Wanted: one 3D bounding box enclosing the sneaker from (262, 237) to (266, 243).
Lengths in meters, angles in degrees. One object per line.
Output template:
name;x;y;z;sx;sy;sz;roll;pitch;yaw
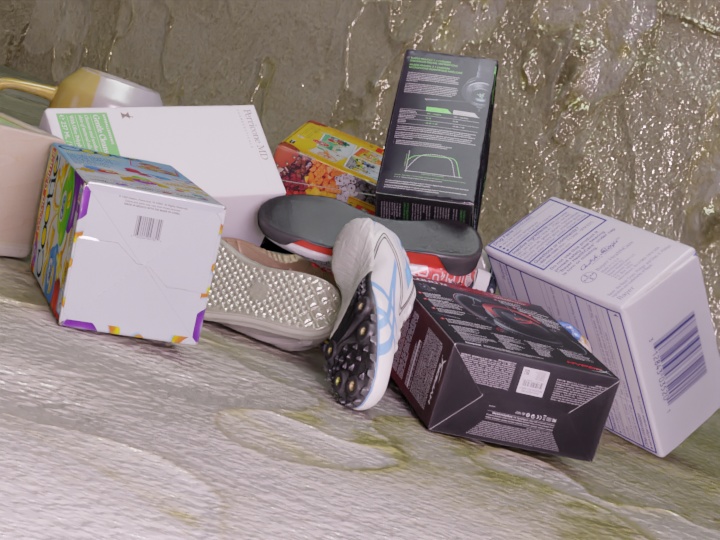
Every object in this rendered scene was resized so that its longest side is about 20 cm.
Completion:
sneaker;-0.135;-0.048;1.508;0.087;0.075;0.199;-20;9;-20

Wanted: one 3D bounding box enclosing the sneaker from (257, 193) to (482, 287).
sneaker;0.001;0.001;1.352;0.198;0.109;0.068;8;44;-10

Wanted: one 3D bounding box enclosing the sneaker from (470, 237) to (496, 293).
sneaker;0.089;0.020;1.585;0.079;0.131;0.199;20;6;-11

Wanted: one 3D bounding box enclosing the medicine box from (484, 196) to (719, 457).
medicine box;0.237;0.050;1.488;0.199;0.102;0.184;27;-35;50

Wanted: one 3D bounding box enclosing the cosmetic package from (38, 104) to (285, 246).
cosmetic package;-0.179;-0.079;1.349;0.198;0.085;0.109;-6;57;-28

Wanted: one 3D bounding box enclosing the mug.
mug;-0.280;-0.124;1.556;0.185;0.155;0.149;14;9;-43

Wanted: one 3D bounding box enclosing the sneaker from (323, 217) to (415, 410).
sneaker;0.014;0.034;1.199;0.072;0.072;0.201;29;34;-20

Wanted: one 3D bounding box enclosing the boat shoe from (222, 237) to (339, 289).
boat shoe;-0.093;0.012;1.377;0.198;0.073;0.065;1;-12;-30

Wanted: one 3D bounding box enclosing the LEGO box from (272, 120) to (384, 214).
LEGO box;-0.017;-0.090;1.672;0.147;0.078;0.200;23;15;3

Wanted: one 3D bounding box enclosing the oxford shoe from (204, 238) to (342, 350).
oxford shoe;-0.105;0.019;1.286;0.198;0.076;0.058;17;-21;13

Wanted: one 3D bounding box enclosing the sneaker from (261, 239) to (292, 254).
sneaker;-0.060;-0.026;1.678;0.198;0.071;0.099;-4;7;-38

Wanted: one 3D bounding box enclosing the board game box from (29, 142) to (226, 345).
board game box;-0.180;-0.024;1.155;0.103;0.104;0.200;10;9;-20

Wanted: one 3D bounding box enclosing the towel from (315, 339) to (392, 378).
towel;0.039;0.080;1.394;0.198;0.023;0.144;21;7;10

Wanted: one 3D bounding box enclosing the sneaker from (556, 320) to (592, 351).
sneaker;0.180;0.090;1.443;0.074;0.091;0.200;19;6;-9

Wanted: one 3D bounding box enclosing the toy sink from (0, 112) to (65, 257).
toy sink;-0.362;-0.099;1.239;0.198;0.113;0.130;22;6;24

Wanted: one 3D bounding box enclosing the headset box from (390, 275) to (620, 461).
headset box;0.103;0.072;1.268;0.147;0.076;0.200;13;14;-19

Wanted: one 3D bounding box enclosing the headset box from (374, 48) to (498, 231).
headset box;0.072;-0.085;1.462;0.091;0.202;0.175;7;-40;6
